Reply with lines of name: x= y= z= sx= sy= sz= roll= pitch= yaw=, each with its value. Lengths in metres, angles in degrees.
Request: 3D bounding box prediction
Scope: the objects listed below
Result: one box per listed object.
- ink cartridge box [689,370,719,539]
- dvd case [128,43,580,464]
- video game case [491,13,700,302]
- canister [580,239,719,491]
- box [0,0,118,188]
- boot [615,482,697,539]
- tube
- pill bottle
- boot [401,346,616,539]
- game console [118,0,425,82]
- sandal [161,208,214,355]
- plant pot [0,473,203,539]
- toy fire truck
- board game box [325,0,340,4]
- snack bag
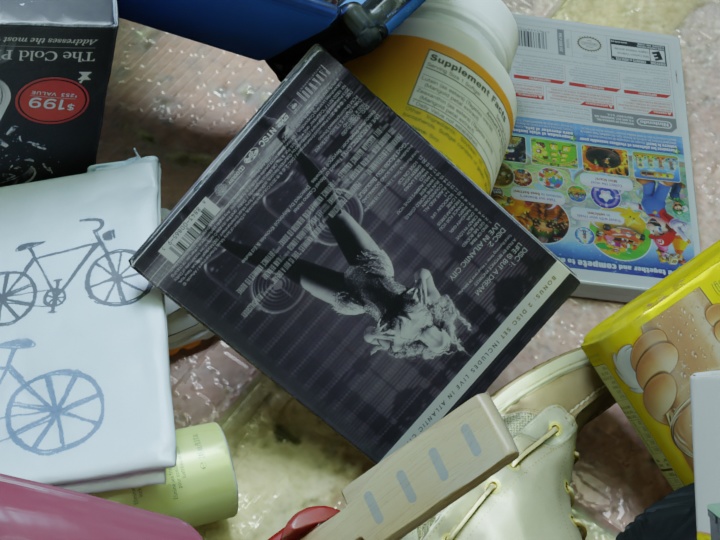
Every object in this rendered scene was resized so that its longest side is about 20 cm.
ink cartridge box: x=0.233 y=0.144 z=1.075 sx=0.144 sy=0.084 sz=0.202 roll=2 pitch=84 yaw=-46
dvd case: x=0.000 y=0.000 z=1.187 sx=0.200 sy=0.016 sz=0.149 roll=40 pitch=94 yaw=-22
video game case: x=0.132 y=-0.071 z=1.378 sx=0.142 sy=0.018 sz=0.201 roll=7 pitch=55 yaw=-9
canister: x=0.226 y=0.084 z=1.200 sx=0.148 sy=0.087 sz=0.201 roll=-33 pitch=90 yaw=-14
box: x=-0.238 y=-0.115 z=1.217 sx=0.198 sy=0.182 sz=0.105 roll=0 pitch=57 yaw=-13
boot: x=0.167 y=0.221 z=1.107 sx=0.198 sy=0.073 sz=0.163 roll=-51 pitch=120 yaw=-42
tube: x=-0.163 y=0.123 z=1.156 sx=0.199 sy=0.058 sz=0.052 roll=-11 pitch=101 yaw=-13
pill bottle: x=0.026 y=-0.072 z=1.294 sx=0.110 sy=0.111 sz=0.201 roll=21 pitch=54 yaw=1
boot: x=0.106 y=0.137 z=1.195 sx=0.199 sy=0.073 sz=0.156 roll=-30 pitch=69 yaw=-32
game console: x=-0.033 y=-0.170 z=1.217 sx=0.171 sy=0.200 sz=0.118 roll=-44 pitch=100 yaw=-11
sandal: x=-0.146 y=0.015 z=1.225 sx=0.206 sy=0.059 sz=0.079 roll=-24 pitch=65 yaw=-27
plant pot: x=-0.166 y=0.176 z=1.041 sx=0.178 sy=0.200 sz=0.201 roll=4 pitch=54 yaw=-30
toy fire truck: x=0.024 y=0.171 z=1.072 sx=0.128 sy=0.200 sz=0.176 roll=-34 pitch=69 yaw=-30
board game box: x=-0.026 y=-0.262 z=1.358 sx=0.096 sy=0.200 sz=0.160 roll=-18 pitch=62 yaw=-24
snack bag: x=-0.191 y=0.035 z=1.180 sx=0.187 sy=0.021 sz=0.201 roll=-10 pitch=56 yaw=4
